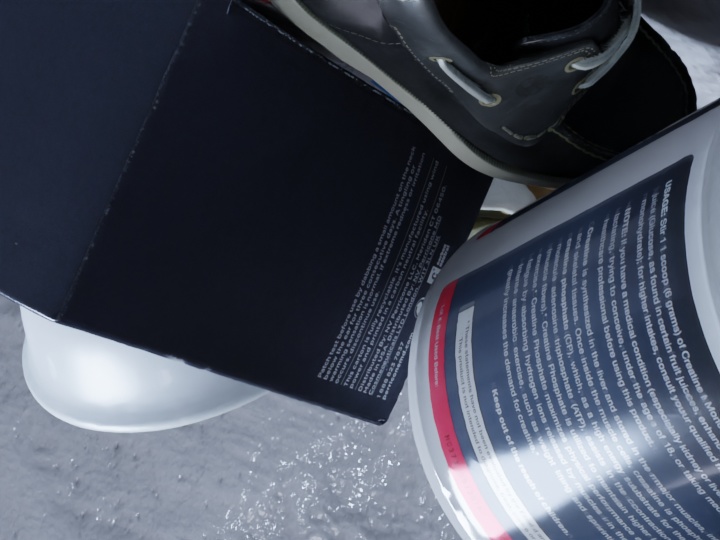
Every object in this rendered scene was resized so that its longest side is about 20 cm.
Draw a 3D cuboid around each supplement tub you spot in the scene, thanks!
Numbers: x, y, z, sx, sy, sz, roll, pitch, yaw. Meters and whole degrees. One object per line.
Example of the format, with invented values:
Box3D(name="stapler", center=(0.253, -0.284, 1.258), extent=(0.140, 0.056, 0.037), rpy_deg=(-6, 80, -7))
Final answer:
Box3D(name="supplement tub", center=(0.120, 0.021, 0.538), extent=(0.140, 0.141, 0.200), rpy_deg=(23, 150, -26))

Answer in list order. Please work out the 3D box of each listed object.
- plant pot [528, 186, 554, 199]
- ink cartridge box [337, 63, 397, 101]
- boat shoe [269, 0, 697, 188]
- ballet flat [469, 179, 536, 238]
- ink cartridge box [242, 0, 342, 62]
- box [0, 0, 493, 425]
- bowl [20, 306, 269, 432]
Box3D(name="plant pot", center=(0.157, -0.022, 0.945), extent=(0.199, 0.028, 0.200), rpy_deg=(20, 176, 1))
Box3D(name="ink cartridge box", center=(-0.061, -0.064, 0.805), extent=(0.199, 0.067, 0.116), rpy_deg=(19, -144, 19))
Box3D(name="boat shoe", center=(0.053, -0.071, 0.547), extent=(0.067, 0.072, 0.200), rpy_deg=(4, 166, 40))
Box3D(name="ballet flat", center=(0.000, 0.000, 0.831), extent=(0.199, 0.070, 0.069), rpy_deg=(-18, -172, -18))
Box3D(name="ink cartridge box", center=(-0.094, -0.129, 0.662), extent=(0.199, 0.045, 0.176), rpy_deg=(22, 177, -18))
Box3D(name="box", center=(-0.090, -0.045, 0.603), extent=(0.199, 0.105, 0.182), rpy_deg=(24, 179, 34))
Box3D(name="bowl", center=(-0.103, -0.013, 0.968), extent=(0.201, 0.201, 0.091), rpy_deg=(16, 138, 41))
